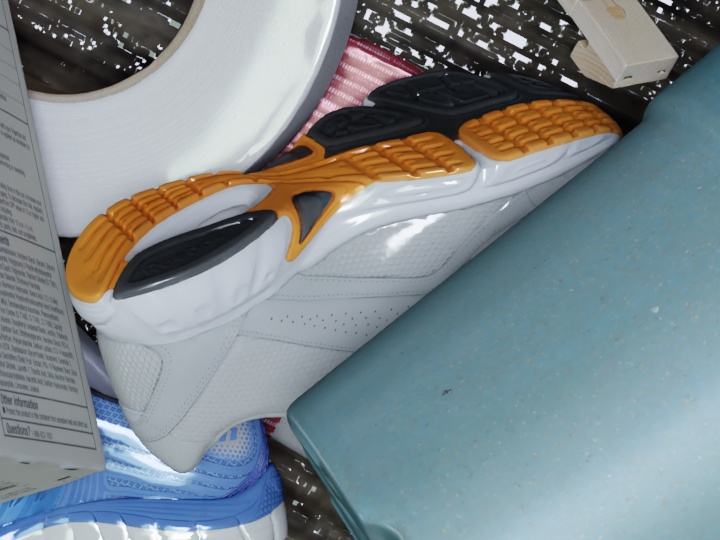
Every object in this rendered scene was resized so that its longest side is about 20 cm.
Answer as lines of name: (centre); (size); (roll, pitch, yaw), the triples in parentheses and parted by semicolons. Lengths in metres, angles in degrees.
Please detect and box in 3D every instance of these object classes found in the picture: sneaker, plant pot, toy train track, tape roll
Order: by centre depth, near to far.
plant pot: (0.096, 0.050, 0.703); (0.196, 0.200, 0.201); (-33, 94, -6)
toy train track: (0.037, -0.130, 0.778); (0.200, 0.114, 0.033); (57, 141, 27)
sneaker: (0.000, 0.000, 0.790); (0.199, 0.076, 0.092); (-21, 123, -17)
tape roll: (-0.098, -0.113, 0.816); (0.202, 0.037, 0.204); (1, 96, 11)
sneaker: (-0.128, 0.066, 0.820); (0.199, 0.079, 0.090); (-5, 87, -3)

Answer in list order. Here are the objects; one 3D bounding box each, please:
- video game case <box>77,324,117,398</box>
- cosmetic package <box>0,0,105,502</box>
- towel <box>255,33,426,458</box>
video game case: (-0.197, 0.053, 0.862); (0.182, 0.022, 0.200); (-44, 93, 7)
cosmetic package: (-0.148, -0.027, 0.742); (0.073, 0.104, 0.201); (-16, 78, 11)
towel: (0.027, 0.013, 0.844); (0.199, 0.023, 0.144); (29, 99, 1)
